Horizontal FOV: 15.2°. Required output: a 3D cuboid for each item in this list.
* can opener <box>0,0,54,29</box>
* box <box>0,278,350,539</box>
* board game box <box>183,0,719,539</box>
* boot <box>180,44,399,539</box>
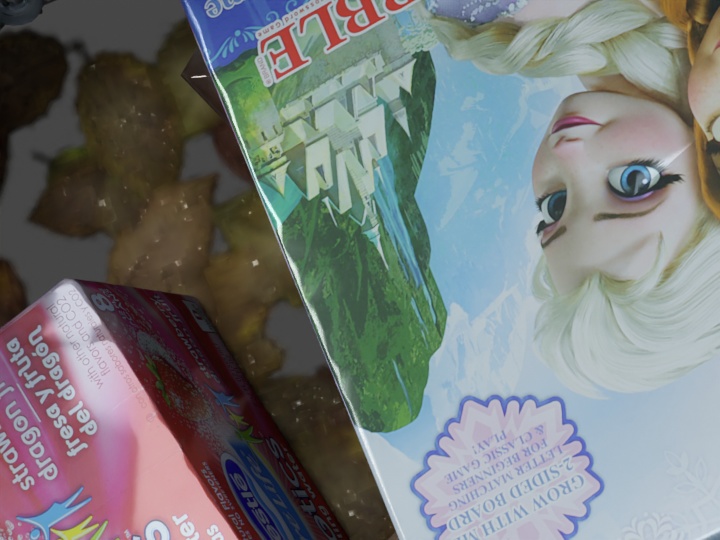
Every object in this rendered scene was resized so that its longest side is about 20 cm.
[{"bbox_3d":[-0.154,-0.091,0.848,0.199,0.079,0.064,-22,118,18],"label":"can opener"},{"bbox_3d":[-0.049,0.110,0.771,0.095,0.100,0.201,-36,77,11],"label":"box"},{"bbox_3d":[0.076,-0.036,0.627,0.199,0.041,0.200,-29,66,12],"label":"board game box"},{"bbox_3d":[0.000,0.000,0.747,0.200,0.186,0.064,52,144,11],"label":"boot"}]
